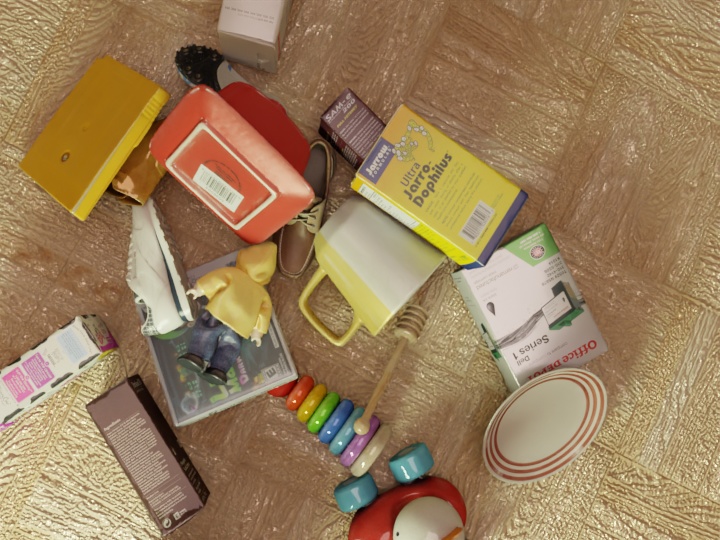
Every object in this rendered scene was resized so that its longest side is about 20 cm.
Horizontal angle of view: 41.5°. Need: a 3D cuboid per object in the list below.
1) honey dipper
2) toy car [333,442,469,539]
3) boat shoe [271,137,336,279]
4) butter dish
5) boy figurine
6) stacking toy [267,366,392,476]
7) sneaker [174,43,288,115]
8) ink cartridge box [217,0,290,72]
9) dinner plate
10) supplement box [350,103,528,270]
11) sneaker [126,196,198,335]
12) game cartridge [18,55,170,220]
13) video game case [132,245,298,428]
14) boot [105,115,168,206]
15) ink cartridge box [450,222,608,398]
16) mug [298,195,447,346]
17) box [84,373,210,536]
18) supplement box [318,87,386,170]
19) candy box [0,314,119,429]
[{"bbox_3d":[0.038,0.137,1.311,0.038,0.038,0.202,31,64,-3],"label":"honey dipper"},{"bbox_3d":[0.070,0.353,1.256,0.174,0.200,0.187,-26,89,-5],"label":"toy car"},{"bbox_3d":[-0.081,-0.090,1.328,0.074,0.072,0.205,10,87,-4],"label":"boat shoe"},{"bbox_3d":[-0.144,-0.164,1.227,0.200,0.198,0.149,42,54,-14],"label":"butter dish"},{"bbox_3d":[-0.174,0.045,1.268,0.123,0.064,0.203,31,70,-22],"label":"boy figurine"},{"bbox_3d":[-0.053,0.192,1.318,0.199,0.085,0.086,39,85,3],"label":"stacking toy"},{"bbox_3d":[-0.184,-0.245,1.334,0.199,0.073,0.072,37,62,11],"label":"sneaker"},{"bbox_3d":[-0.133,-0.394,1.302,0.082,0.145,0.205,12,86,-3],"label":"ink cartridge box"},{"bbox_3d":[0.254,0.213,1.319,0.196,0.024,0.204,-13,127,-18],"label":"dinner plate"},{"bbox_3d":[0.098,-0.103,1.217,0.198,0.109,0.111,35,86,-3],"label":"supplement box"},{"bbox_3d":[-0.288,-0.013,1.297,0.079,0.076,0.204,-21,72,4],"label":"sneaker"},{"bbox_3d":[-0.360,-0.185,1.280,0.175,0.032,0.202,32,84,41],"label":"game cartridge"},{"bbox_3d":[-0.201,0.089,1.307,0.178,0.023,0.203,-22,72,-5],"label":"video game case"},{"bbox_3d":[-0.271,-0.153,1.301,0.196,0.071,0.147,11,67,7],"label":"boot"},{"bbox_3d":[0.239,0.057,1.341,0.144,0.084,0.203,-28,90,-5],"label":"ink cartridge box"},{"bbox_3d":[0.005,-0.006,1.293,0.153,0.150,0.187,43,68,3],"label":"mug"},{"bbox_3d":[-0.285,0.245,1.284,0.074,0.100,0.202,-33,91,-5],"label":"box"},{"bbox_3d":[0.031,-0.154,1.323,0.200,0.109,0.061,44,85,-2],"label":"supplement box"},{"bbox_3d":[-0.426,0.140,1.259,0.198,0.136,0.062,-37,92,-5],"label":"candy box"}]
